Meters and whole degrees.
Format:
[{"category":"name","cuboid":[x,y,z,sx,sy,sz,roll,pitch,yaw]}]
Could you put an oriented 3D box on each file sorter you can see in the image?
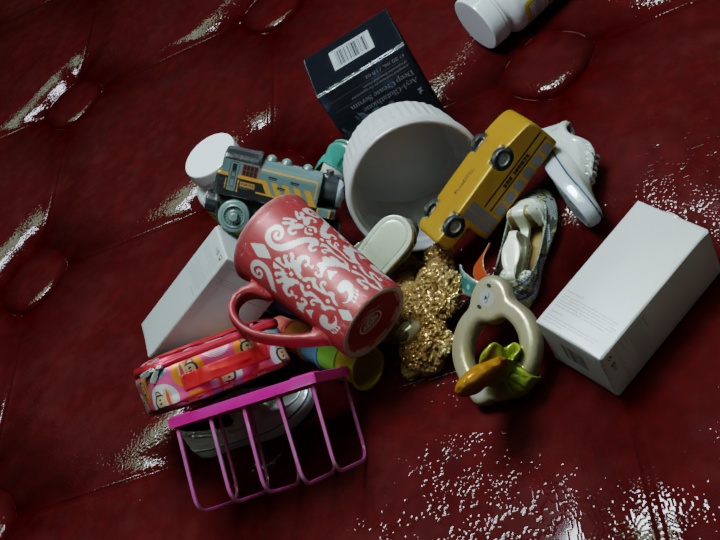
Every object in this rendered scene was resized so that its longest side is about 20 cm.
[{"category":"file sorter","cuboid":[-0.108,0.209,1.328,0.198,0.139,0.127,-19,83,16]}]

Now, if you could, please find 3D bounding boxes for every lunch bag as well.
[{"category":"lunch bag","cuboid":[-0.196,0.130,1.430,0.198,0.083,0.176,-20,-2,-21]}]

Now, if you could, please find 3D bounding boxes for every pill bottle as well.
[{"category":"pill bottle","cuboid":[0.251,-0.452,1.695,0.200,0.115,0.114,-43,42,-7]},{"category":"pill bottle","cuboid":[-0.175,-0.108,1.625,0.111,0.200,0.113,-18,45,19]}]

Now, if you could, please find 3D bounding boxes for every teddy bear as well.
[{"category":"teddy bear","cuboid":[0.076,0.044,1.419,0.144,0.067,0.202,-5,51,34]}]

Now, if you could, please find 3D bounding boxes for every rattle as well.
[{"category":"rattle","cuboid":[0.130,0.056,1.287,0.130,0.141,0.203,-30,63,52]}]

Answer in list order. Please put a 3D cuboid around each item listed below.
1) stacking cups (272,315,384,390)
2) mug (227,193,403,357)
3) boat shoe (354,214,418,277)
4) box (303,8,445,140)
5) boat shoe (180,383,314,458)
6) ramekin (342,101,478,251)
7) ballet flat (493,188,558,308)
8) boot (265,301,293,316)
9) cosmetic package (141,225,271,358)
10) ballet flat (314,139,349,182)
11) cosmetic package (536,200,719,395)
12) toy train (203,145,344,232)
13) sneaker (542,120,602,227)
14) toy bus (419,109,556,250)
[{"category":"stacking cups","cuboid":[-0.053,0.109,1.468,0.199,0.061,0.061,16,64,48]},{"category":"mug","cuboid":[-0.060,0.029,1.383,0.199,0.133,0.179,37,104,28]},{"category":"boat shoe","cuboid":[0.002,0.002,1.462,0.202,0.060,0.072,-43,79,18]},{"category":"box","cuboid":[0.031,-0.256,1.611,0.147,0.200,0.108,-30,43,9]},{"category":"boat shoe","cuboid":[-0.155,0.193,1.449,0.198,0.065,0.074,-28,43,12]},{"category":"ramekin","cuboid":[0.067,-0.137,1.494,0.199,0.201,0.105,-32,33,6]},{"category":"ballet flat","cuboid":[0.214,-0.043,1.400,0.071,0.072,0.202,-5,51,31]},{"category":"boot","cuboid":[-0.071,-0.020,1.580,0.090,0.073,0.202,12,71,39]},{"category":"cosmetic package","cuboid":[-0.212,0.050,1.535,0.200,0.112,0.082,-47,39,20]},{"category":"ballet flat","cuboid":[-0.035,-0.146,1.614,0.071,0.067,0.200,-58,6,-5]},{"category":"cosmetic package","cuboid":[0.314,0.029,1.255,0.200,0.085,0.107,-46,43,-10]},{"category":"toy train","cuboid":[-0.119,-0.102,1.509,0.197,0.115,0.085,13,13,-3]},{"category":"sneaker","cuboid":[0.285,-0.139,1.430,0.070,0.073,0.201,-32,42,11]},{"category":"toy bus","cuboid":[0.166,-0.114,1.429,0.201,0.078,0.065,-54,35,7]}]
